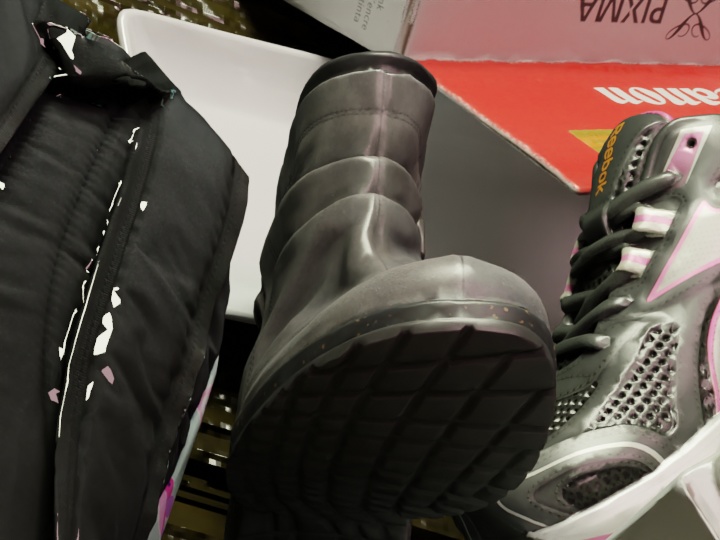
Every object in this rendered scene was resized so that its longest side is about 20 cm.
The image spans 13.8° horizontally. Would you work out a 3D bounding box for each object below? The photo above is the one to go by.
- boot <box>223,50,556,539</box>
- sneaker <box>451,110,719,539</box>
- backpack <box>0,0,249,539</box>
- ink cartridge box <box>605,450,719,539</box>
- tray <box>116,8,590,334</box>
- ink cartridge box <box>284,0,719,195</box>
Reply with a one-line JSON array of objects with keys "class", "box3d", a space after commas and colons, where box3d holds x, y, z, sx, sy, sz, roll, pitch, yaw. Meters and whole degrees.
[{"class": "boot", "box3d": [0.000, 0.000, 0.744, 0.070, 0.200, 0.132, 10, 67, -13]}, {"class": "sneaker", "box3d": [0.084, 0.004, 0.815, 0.200, 0.080, 0.086, -40, 98, -37]}, {"class": "backpack", "box3d": [-0.111, 0.021, 0.697, 0.167, 0.127, 0.200, 44, 41, -23]}, {"class": "ink cartridge box", "box3d": [0.106, 0.095, 0.736, 0.144, 0.200, 0.085, -24, 73, -33]}, {"class": "tray", "box3d": [0.015, -0.012, 0.908, 0.200, 0.022, 0.107, 12, 49, -32]}, {"class": "ink cartridge box", "box3d": [0.088, -0.081, 0.947, 0.200, 0.045, 0.176, -3, 27, -41]}]
